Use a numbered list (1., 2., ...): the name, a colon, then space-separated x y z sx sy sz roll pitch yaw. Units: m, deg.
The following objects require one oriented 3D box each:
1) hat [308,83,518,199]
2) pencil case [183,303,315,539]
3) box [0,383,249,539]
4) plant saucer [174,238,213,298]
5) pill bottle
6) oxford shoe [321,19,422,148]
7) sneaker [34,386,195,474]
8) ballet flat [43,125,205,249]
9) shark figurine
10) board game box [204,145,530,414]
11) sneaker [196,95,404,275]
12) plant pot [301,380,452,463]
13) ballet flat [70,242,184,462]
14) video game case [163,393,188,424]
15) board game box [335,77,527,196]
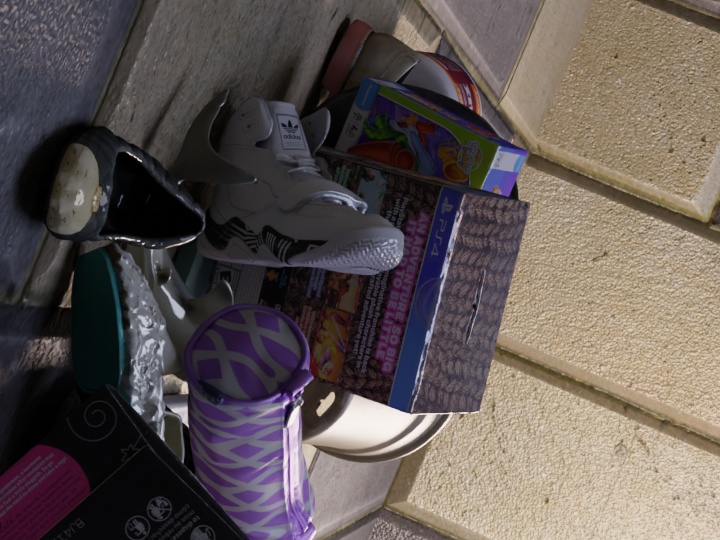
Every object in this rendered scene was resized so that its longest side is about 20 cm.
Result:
1. hat: 0.034 -0.057 1.600 0.081 0.200 0.201 -104 -145 -80
2. pencil case: -0.067 0.105 1.283 0.084 0.085 0.200 -55 161 -31
3. box: -0.165 0.185 1.098 0.200 0.132 0.115 -42 166 -8
4. plant saucer: -0.115 0.007 1.513 0.200 0.019 0.070 -1 113 -81
5. pill bottle: 0.049 -0.144 1.790 0.200 0.113 0.113 -25 138 -77
6. oxford shoe: -0.010 -0.105 1.658 0.070 0.075 0.200 -45 157 -72
7. sneaker: -0.158 0.121 1.307 0.076 0.091 0.200 -60 171 16
8. ballet flat: -0.136 -0.045 1.140 0.200 0.057 0.067 -6 116 -79
9. shark figurine: -0.127 -0.009 1.303 0.090 0.128 0.215 -99 -176 -57
10. board game box: 0.000 0.000 1.432 0.097 0.200 0.160 5 102 -56
11. sneaker: -0.041 -0.059 1.340 0.075 0.200 0.115 6 89 -37
12. plant pot: -0.030 0.077 1.709 0.183 0.200 0.201 -3 116 -68
13. ballet flat: -0.141 0.081 1.217 0.072 0.072 0.201 -25 115 -76
14. video game case: -0.185 0.183 1.527 0.200 0.022 0.183 16 96 -80
15. board game box: 0.027 -0.029 1.510 0.045 0.134 0.200 5 111 -56
